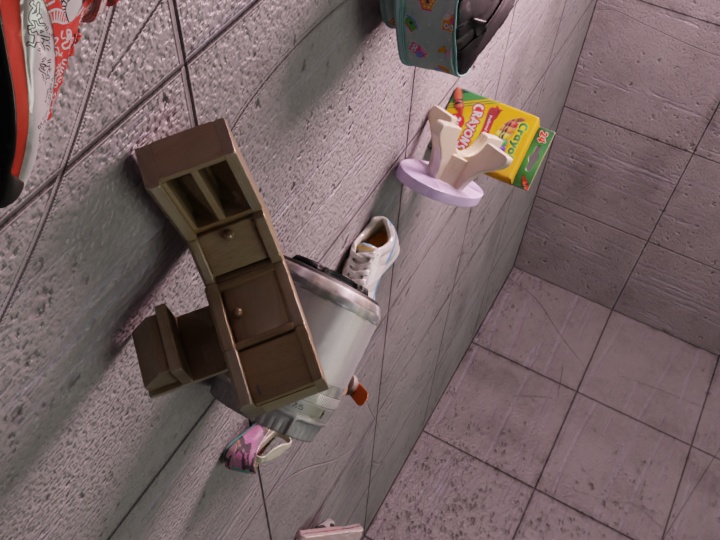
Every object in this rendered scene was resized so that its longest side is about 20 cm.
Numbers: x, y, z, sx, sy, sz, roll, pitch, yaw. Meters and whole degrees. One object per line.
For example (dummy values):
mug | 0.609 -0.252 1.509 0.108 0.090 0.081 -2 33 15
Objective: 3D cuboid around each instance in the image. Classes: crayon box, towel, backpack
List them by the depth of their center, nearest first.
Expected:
backpack | 0.105 -0.340 0.918 0.176 0.153 0.200 79 29 -61
crayon box | 0.244 -0.245 1.418 0.127 0.200 0.051 -65 164 -1
towel | -0.101 0.714 1.882 0.191 0.032 0.200 6 111 -37

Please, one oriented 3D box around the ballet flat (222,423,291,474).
ballet flat | -0.131 0.245 1.181 0.200 0.071 0.069 -46 155 -50

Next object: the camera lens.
camera lens | -0.079 0.092 0.957 0.200 0.160 0.160 -64 164 -4

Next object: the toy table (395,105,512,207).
toy table | 0.162 -0.190 1.309 0.200 0.184 0.117 -12 136 -58

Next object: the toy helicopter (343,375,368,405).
toy helicopter | -0.041 0.146 1.252 0.079 0.132 0.200 -41 -167 24

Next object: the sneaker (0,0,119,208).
sneaker | -0.184 -0.139 0.450 0.108 0.067 0.202 -38 146 -54

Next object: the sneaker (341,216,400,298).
sneaker | 0.000 0.000 1.252 0.081 0.076 0.200 75 36 -53

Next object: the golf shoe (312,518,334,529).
golf shoe | -0.104 0.731 1.978 0.094 0.078 0.200 -38 150 -59

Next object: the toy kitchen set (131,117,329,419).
toy kitchen set | -0.146 0.020 0.666 0.163 0.200 0.180 -21 156 -3
